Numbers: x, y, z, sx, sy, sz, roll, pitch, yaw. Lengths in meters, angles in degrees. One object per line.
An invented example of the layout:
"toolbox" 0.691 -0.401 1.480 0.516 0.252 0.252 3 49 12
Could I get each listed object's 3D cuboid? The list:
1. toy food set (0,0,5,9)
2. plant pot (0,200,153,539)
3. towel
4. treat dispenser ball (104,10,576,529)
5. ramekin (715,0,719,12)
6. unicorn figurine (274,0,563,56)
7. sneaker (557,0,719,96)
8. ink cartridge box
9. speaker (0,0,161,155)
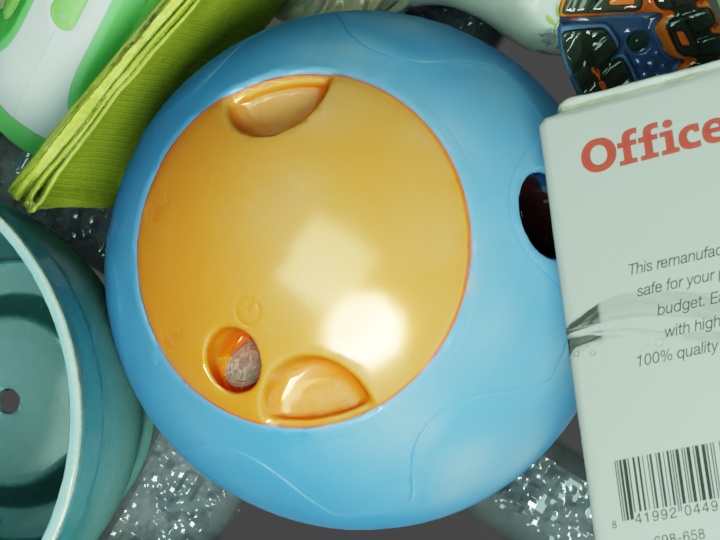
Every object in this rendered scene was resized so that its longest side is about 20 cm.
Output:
"toy food set" -0.223 -0.136 0.987 0.199 0.049 0.199 -26 82 12
"plant pot" -0.177 0.058 0.898 0.199 0.188 0.202 -1 88 13
"towel" -0.055 -0.097 0.855 0.018 0.086 0.200 47 106 16
"treat dispenser ball" 0.000 0.000 0.849 0.199 0.201 0.202 0 88 14
"ramekin" 0.233 -0.128 0.842 0.198 0.098 0.202 -1 87 9
"unicorn figurine" 0.043 -0.141 0.906 0.199 0.074 0.138 28 105 8
"sneaker" 0.136 -0.043 0.874 0.075 0.079 0.201 -21 109 6
"ink cartridge box" 0.152 0.031 0.745 0.143 0.084 0.201 -13 76 27
"speaker" -0.085 -0.134 0.870 0.088 0.088 0.200 43 129 11
